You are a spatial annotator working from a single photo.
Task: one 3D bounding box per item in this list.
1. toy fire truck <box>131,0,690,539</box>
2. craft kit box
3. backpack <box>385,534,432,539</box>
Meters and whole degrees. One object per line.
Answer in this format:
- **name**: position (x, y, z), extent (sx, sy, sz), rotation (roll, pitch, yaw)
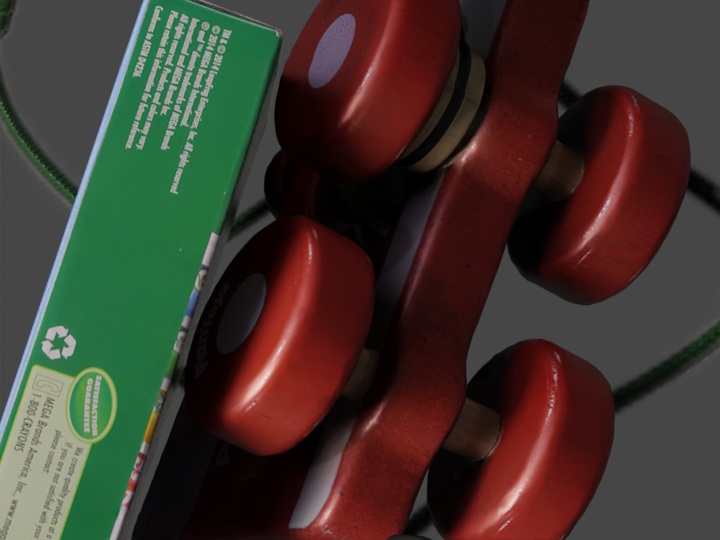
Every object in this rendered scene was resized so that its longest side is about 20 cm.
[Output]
- **toy fire truck**: position (0.000, 0.000, 0.878), extent (0.168, 0.112, 0.201), rotation (-11, 57, 60)
- **craft kit box**: position (-0.075, 0.029, 0.864), extent (0.198, 0.048, 0.201), rotation (157, 132, -84)
- **backpack**: position (0.023, 0.199, 0.709), extent (0.200, 0.134, 0.183), rotation (-51, 43, 6)
